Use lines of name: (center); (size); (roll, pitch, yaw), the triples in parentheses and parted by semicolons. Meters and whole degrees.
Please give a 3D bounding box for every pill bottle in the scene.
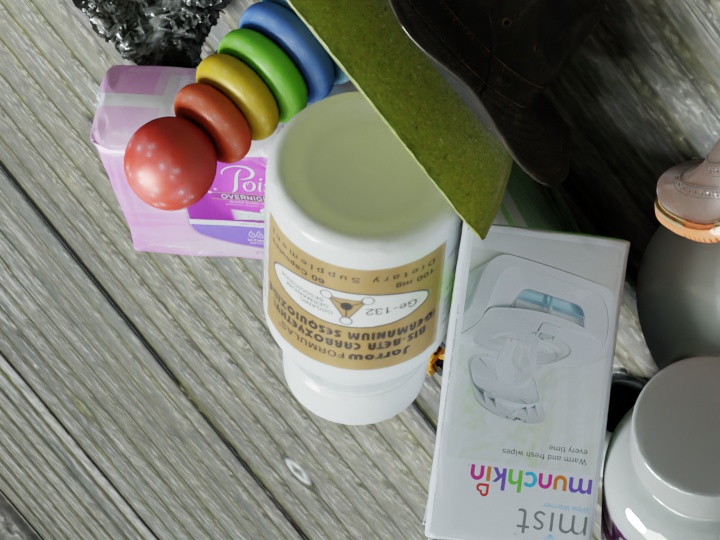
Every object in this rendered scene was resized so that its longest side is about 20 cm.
pill bottle: (0.000, 0.000, 1.655); (0.114, 0.114, 0.200); (38, 151, 22)
pill bottle: (0.186, 0.128, 1.557); (0.112, 0.112, 0.200); (38, 159, 22)

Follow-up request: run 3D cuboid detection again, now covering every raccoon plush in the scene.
raccoon plush: (-0.107, -0.207, 1.803); (0.097, 0.134, 0.200); (36, -164, -12)

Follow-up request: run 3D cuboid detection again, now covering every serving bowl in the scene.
serving bowl: (0.226, 0.057, 1.603); (0.200, 0.066, 0.200); (40, 160, 18)

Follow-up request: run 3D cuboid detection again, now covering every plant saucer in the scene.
plant saucer: (0.027, -0.135, 1.552); (0.200, 0.048, 0.200); (51, -165, -13)

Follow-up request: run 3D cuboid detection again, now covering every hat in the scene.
hat: (0.073, -0.147, 1.470); (0.201, 0.081, 0.201); (49, -165, -18)

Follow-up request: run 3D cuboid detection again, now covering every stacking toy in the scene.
stacking toy: (-0.062, -0.111, 1.663); (0.085, 0.200, 0.085); (40, 161, 17)

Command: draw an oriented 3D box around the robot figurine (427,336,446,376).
robot figurine: (0.008, -0.008, 1.927); (0.200, 0.058, 0.145); (43, 172, 9)

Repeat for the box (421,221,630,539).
box: (0.092, 0.065, 1.619); (0.096, 0.177, 0.200); (6, 179, 3)

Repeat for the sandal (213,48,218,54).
sandal: (-0.036, -0.060, 1.849); (0.201, 0.080, 0.057); (55, -169, -1)

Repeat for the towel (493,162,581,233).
towel: (0.060, -0.060, 1.786); (0.200, 0.023, 0.153); (21, 149, 49)

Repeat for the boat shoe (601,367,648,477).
boat shoe: (0.169, 0.094, 1.765); (0.069, 0.072, 0.200); (58, 174, -21)

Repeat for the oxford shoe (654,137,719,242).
oxford shoe: (0.208, -0.059, 1.430); (0.200, 0.071, 0.073); (-6, 106, 61)

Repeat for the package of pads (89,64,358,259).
package of pads: (-0.059, -0.065, 1.751); (0.199, 0.076, 0.121); (4, 146, 16)
